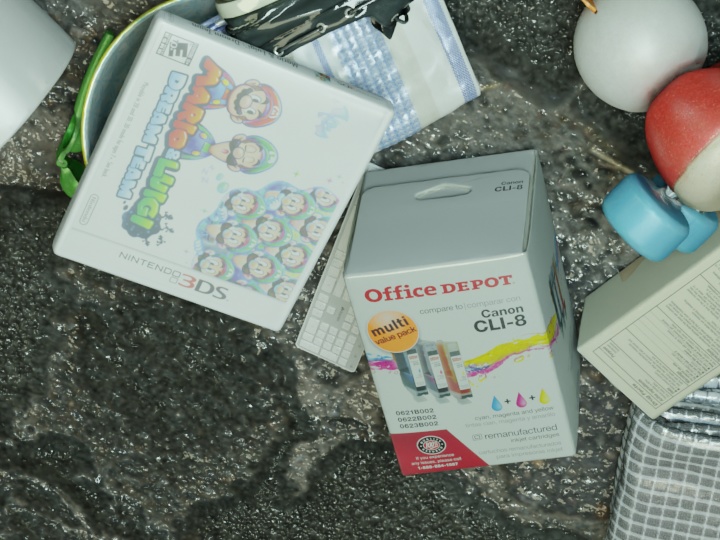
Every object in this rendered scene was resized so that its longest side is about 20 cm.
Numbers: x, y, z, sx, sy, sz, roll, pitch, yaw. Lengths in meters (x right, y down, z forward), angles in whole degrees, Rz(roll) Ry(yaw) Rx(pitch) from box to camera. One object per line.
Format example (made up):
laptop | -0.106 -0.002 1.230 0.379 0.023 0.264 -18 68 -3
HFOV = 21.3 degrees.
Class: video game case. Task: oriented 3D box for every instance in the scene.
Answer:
video game case | -0.099 -0.066 1.362 0.181 0.024 0.201 20 116 -18

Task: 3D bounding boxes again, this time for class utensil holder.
utensil holder | -0.338 -0.179 1.430 0.170 0.170 0.200 -36 111 30

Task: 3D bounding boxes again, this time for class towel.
towel | -0.022 -0.150 1.399 0.199 0.024 0.147 -28 106 -6
towel | 0.311 0.178 1.581 0.199 0.086 0.166 9 126 6

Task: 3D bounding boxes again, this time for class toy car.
toy car | 0.221 -0.142 1.365 0.184 0.177 0.200 -45 77 20

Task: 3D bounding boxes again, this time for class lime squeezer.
lime squeezer | -0.212 -0.095 1.540 0.070 0.038 0.201 -1 123 13

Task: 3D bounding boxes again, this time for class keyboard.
keyboard | 0.000 0.000 1.574 0.056 0.011 0.201 21 126 -2

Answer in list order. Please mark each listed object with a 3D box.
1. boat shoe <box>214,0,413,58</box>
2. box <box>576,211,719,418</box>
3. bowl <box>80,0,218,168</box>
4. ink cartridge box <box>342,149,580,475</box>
boat shoe | 0.001 -0.190 1.345 0.198 0.075 0.066 -20 108 -8
box | 0.271 0.017 1.483 0.095 0.078 0.200 42 123 -17
bowl | -0.116 -0.110 1.449 0.199 0.108 0.201 -2 99 -13
ink cartridge box | 0.083 0.032 1.487 0.145 0.145 0.201 -8 124 14
